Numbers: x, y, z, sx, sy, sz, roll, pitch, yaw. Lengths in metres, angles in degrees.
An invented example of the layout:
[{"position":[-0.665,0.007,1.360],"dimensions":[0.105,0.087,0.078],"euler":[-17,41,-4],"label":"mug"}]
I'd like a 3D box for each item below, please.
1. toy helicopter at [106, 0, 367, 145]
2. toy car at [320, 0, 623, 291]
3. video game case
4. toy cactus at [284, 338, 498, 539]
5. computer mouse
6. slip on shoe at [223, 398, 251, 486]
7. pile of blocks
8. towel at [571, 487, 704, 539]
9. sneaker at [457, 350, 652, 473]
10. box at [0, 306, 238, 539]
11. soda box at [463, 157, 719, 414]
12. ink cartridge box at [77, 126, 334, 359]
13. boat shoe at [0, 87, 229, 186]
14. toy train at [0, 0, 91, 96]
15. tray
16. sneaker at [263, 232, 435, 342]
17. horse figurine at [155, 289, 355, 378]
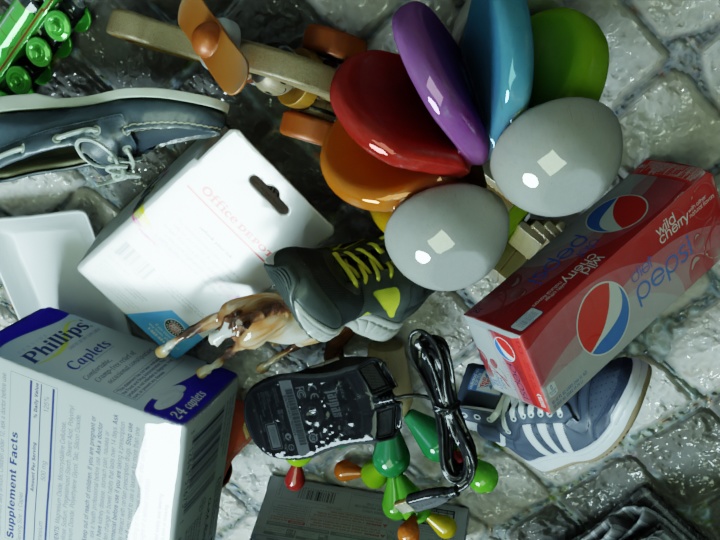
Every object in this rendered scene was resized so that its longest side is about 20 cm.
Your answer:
[{"position":[-0.099,-0.151,0.746],"dimensions":[0.197,0.132,0.080],"euler":[19,97,21],"label":"toy helicopter"},{"position":[0.058,-0.105,0.681],"dimensions":[0.199,0.177,0.149],"euler":[-35,136,27],"label":"toy car"},{"position":[-0.009,0.278,0.955],"dimensions":[0.196,0.182,0.046],"euler":[8,125,8],"label":"video game case"},{"position":[0.018,0.145,0.924],"dimensions":[0.197,0.102,0.168],"euler":[8,111,28],"label":"toy cactus"},{"position":[0.006,0.133,0.874],"dimensions":[0.197,0.046,0.143],"euler":[-19,94,25],"label":"computer mouse"},{"position":[-0.153,0.191,1.004],"dimensions":[0.060,0.075,0.201],"euler":[21,124,-17],"label":"slip on shoe"},{"position":[0.129,0.004,0.798],"dimensions":[0.200,0.082,0.062],"euler":[44,78,-17],"label":"pile of blocks"},{"position":[0.259,0.305,0.974],"dimensions":[0.200,0.086,0.165],"euler":[42,123,-16],"label":"towel"},{"position":[0.141,0.099,0.841],"dimensions":[0.107,0.071,0.200],"euler":[30,154,-2],"label":"sneaker"},{"position":[-0.220,0.154,0.911],"dimensions":[0.197,0.105,0.187],"euler":[18,115,13],"label":"box"},{"position":[0.168,0.007,0.740],"dimensions":[0.063,0.199,0.071],"euler":[18,141,56],"label":"soda box"},{"position":[-0.117,-0.032,0.851],"dimensions":[0.199,0.068,0.115],"euler":[-36,110,30],"label":"ink cartridge box"},{"position":[-0.191,-0.096,0.781],"dimensions":[0.196,0.075,0.063],"euler":[-1,80,8],"label":"boat shoe"},{"position":[-0.278,-0.152,0.831],"dimensions":[0.056,0.042,0.200],"euler":[45,121,-4],"label":"toy train"},{"position":[-0.255,0.034,0.953],"dimensions":[0.105,0.022,0.203],"euler":[-4,121,16],"label":"tray"},{"position":[0.000,0.000,0.797],"dimensions":[0.084,0.199,0.075],"euler":[-39,72,17],"label":"sneaker"},{"position":[-0.066,0.046,0.850],"dimensions":[0.132,0.198,0.051],"euler":[-33,67,37],"label":"horse figurine"}]
